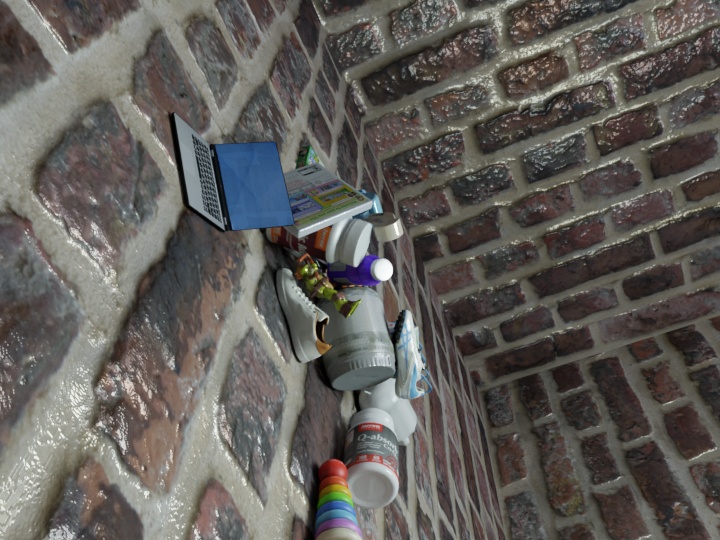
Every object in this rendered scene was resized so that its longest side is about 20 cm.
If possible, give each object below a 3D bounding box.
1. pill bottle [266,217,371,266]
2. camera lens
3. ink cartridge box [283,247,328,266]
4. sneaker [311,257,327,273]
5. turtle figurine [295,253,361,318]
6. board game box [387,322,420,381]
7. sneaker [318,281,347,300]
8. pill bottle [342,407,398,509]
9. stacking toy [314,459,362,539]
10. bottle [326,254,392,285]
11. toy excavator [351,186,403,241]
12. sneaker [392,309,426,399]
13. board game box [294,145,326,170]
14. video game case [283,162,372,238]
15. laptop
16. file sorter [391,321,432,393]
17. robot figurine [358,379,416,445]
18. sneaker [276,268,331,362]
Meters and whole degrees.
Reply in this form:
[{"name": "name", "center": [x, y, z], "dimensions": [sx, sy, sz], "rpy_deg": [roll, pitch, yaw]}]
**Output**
[{"name": "pill bottle", "center": [-0.085, -0.083, 1.505], "dimensions": [0.114, 0.199, 0.115], "rpy_deg": [19, 90, -77]}, {"name": "camera lens", "center": [-0.014, 0.147, 1.605], "dimensions": [0.160, 0.159, 0.201], "rpy_deg": [48, 25, -61]}, {"name": "ink cartridge box", "center": [-0.141, -0.100, 1.649], "dimensions": [0.117, 0.067, 0.201], "rpy_deg": [41, 30, -68]}, {"name": "sneaker", "center": [-0.090, -0.087, 1.736], "dimensions": [0.140, 0.077, 0.201], "rpy_deg": [-96, 178, -58]}, {"name": "turtle figurine", "center": [-0.078, 0.034, 1.495], "dimensions": [0.161, 0.064, 0.200], "rpy_deg": [37, -6, 6]}, {"name": "board game box", "center": [0.049, 0.185, 1.701], "dimensions": [0.035, 0.199, 0.127], "rpy_deg": [-17, 108, -49]}, {"name": "sneaker", "center": [-0.064, 0.043, 1.763], "dimensions": [0.078, 0.112, 0.200], "rpy_deg": [57, -21, -4]}, {"name": "pill bottle", "center": [0.022, 0.384, 1.499], "dimensions": [0.200, 0.115, 0.116], "rpy_deg": [-85, 153, -64]}, {"name": "stacking toy", "center": [-0.044, 0.415, 1.269], "dimensions": [0.200, 0.085, 0.086], "rpy_deg": [-99, 165, -61]}, {"name": "bottle", "center": [0.000, 0.000, 1.579], "dimensions": [0.200, 0.083, 0.066], "rpy_deg": [-3, -101, 62]}, {"name": "toy excavator", "center": [0.018, -0.120, 1.602], "dimensions": [0.195, 0.199, 0.100], "rpy_deg": [-54, 131, -53]}, {"name": "sneaker", "center": [0.109, 0.185, 1.598], "dimensions": [0.072, 0.072, 0.201], "rpy_deg": [-140, -132, -81]}, {"name": "board game box", "center": [-0.093, -0.167, 1.648], "dimensions": [0.200, 0.029, 0.135], "rpy_deg": [53, 37, -48]}, {"name": "video game case", "center": [-0.107, -0.148, 1.472], "dimensions": [0.182, 0.200, 0.022], "rpy_deg": [38, -44, 31]}, {"name": "laptop", "center": [-0.225, -0.177, 1.285], "dimensions": [0.200, 0.115, 0.188], "rpy_deg": [44, 28, -64]}, {"name": "file sorter", "center": [0.123, 0.264, 2.127], "dimensions": [0.139, 0.122, 0.201], "rpy_deg": [54, 21, -52]}, {"name": "robot figurine", "center": [0.066, 0.342, 1.768], "dimensions": [0.201, 0.112, 0.170], "rpy_deg": [64, 37, -29]}, {"name": "sneaker", "center": [-0.109, 0.081, 1.471], "dimensions": [0.073, 0.084, 0.201], "rpy_deg": [25, 44, -72]}]
